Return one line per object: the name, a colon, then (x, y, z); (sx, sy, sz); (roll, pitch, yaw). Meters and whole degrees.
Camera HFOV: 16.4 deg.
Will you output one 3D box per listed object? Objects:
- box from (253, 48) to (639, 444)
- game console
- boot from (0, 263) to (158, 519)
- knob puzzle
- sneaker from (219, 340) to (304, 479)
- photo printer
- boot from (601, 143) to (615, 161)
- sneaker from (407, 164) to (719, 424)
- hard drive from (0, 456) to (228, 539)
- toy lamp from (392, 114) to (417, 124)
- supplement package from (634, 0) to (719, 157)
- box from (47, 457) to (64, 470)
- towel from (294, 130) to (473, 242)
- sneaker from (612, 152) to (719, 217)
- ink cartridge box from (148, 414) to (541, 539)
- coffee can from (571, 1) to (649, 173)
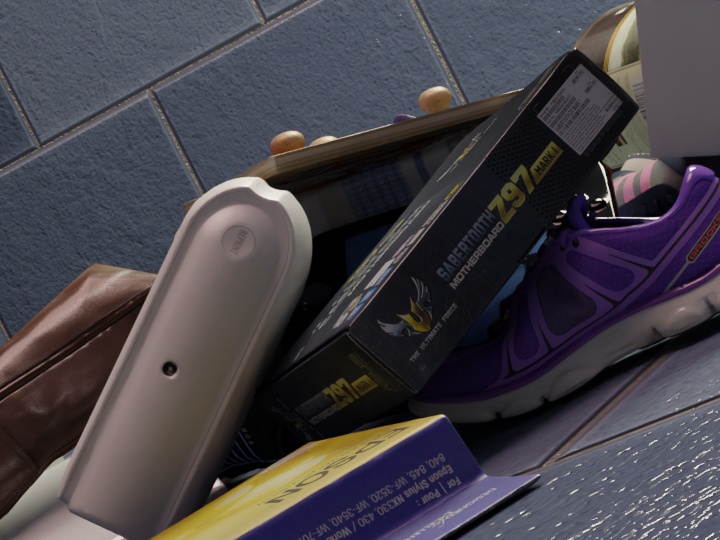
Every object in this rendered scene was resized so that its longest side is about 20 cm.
box: (0.041, -0.008, 1.266); (0.200, 0.051, 0.158); (-50, 4, -22)
game console: (0.051, 0.011, 1.379); (0.200, 0.031, 0.177); (-18, 29, 10)
boot: (-0.215, 0.043, 1.478); (0.200, 0.186, 0.064); (-39, -14, -16)
knob puzzle: (-0.019, -0.067, 1.465); (0.219, 0.031, 0.220); (-19, -4, -1)
sneaker: (-0.064, 0.095, 1.507); (0.070, 0.078, 0.200); (-37, -13, -36)
photo printer: (-0.086, 0.048, 1.316); (0.166, 0.069, 0.200); (101, -166, -82)
boot: (0.093, -0.025, 1.645); (0.200, 0.076, 0.168); (-46, -12, -48)
sneaker: (0.106, 0.011, 1.248); (0.200, 0.084, 0.081); (-30, 2, 16)
hard drive: (-0.184, 0.159, 1.433); (0.200, 0.025, 0.132); (-29, 25, -16)
toy lamp: (0.000, 0.000, 1.575); (0.200, 0.058, 0.058); (-61, 11, -11)
supplement package: (0.263, -0.153, 1.395); (0.200, 0.156, 0.111); (-2, 14, 24)
box: (-0.283, 0.165, 1.560); (0.200, 0.128, 0.109); (-27, 5, 6)
towel: (0.055, -0.015, 1.484); (0.200, 0.147, 0.024); (-20, 34, 12)
sneaker: (0.182, -0.028, 1.514); (0.082, 0.070, 0.200); (-45, 4, -10)
ink cartridge box: (-0.049, 0.127, 1.096); (0.197, 0.047, 0.200); (-28, 1, -27)
coffee can: (0.250, -0.140, 1.818); (0.146, 0.147, 0.200); (-28, 4, -15)
